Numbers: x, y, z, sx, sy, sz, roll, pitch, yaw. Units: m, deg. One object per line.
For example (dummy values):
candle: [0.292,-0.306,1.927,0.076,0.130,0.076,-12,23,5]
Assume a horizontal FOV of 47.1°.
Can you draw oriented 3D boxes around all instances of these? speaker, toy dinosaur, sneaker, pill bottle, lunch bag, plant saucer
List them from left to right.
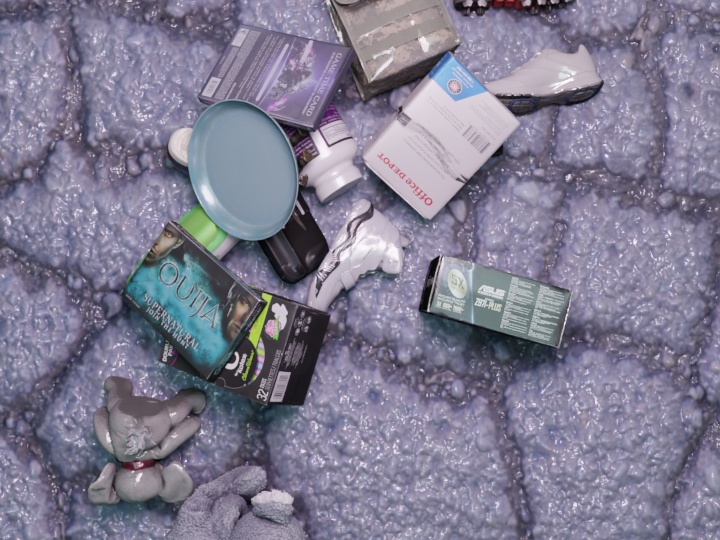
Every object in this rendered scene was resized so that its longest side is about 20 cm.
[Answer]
speaker: [-0.266,-0.028,1.279,0.200,0.088,0.089,-45,89,-2]
sneaker: [-0.214,-0.159,1.297,0.198,0.084,0.076,29,74,-23]
plant saucer: [-0.165,-0.145,1.185,0.197,0.027,0.204,11,113,28]
toy dinosaur: [-0.117,-0.155,1.216,0.077,0.102,0.202,-32,97,-37]
pill bottle: [-0.079,-0.210,1.273,0.111,0.112,0.202,-30,88,-1]
sneaker: [0.000,0.000,1.283,0.114,0.075,0.202,28,85,3]
lunch bag: [0.042,-0.396,1.279,0.162,0.118,0.203,-23,85,-6]
sneaker: [0.245,-0.459,1.304,0.197,0.071,0.100,1,90,1]
sneaker: [0.280,-0.301,1.308,0.197,0.075,0.089,-11,76,-7]

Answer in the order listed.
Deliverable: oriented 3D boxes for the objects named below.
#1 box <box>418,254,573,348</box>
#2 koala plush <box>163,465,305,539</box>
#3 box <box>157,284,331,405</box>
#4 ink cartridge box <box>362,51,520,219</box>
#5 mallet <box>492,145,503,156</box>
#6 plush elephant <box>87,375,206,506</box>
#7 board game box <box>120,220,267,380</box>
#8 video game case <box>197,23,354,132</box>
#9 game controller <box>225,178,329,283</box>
box: [0.195,0.046,1.238,0.197,0.164,0.088,16,88,1]
koala plush: [-0.157,0.387,1.177,0.198,0.182,0.181,-6,90,40]
box: [-0.171,0.099,1.223,0.197,0.124,0.151,17,88,24]
ink cartridge box: [0.118,-0.203,1.247,0.144,0.084,0.200,41,106,-12]
mallet: [0.131,-0.200,1.315,0.196,0.041,0.067,-10,90,4]
plush elephant: [-0.325,0.272,1.237,0.162,0.200,0.157,8,106,-7]
board game box: [-0.240,0.040,1.178,0.199,0.028,0.136,38,97,23]
video game case: [-0.124,-0.285,1.207,0.197,0.019,0.144,18,69,20]
game controller: [-0.125,-0.083,1.275,0.104,0.042,0.202,-40,105,-40]
